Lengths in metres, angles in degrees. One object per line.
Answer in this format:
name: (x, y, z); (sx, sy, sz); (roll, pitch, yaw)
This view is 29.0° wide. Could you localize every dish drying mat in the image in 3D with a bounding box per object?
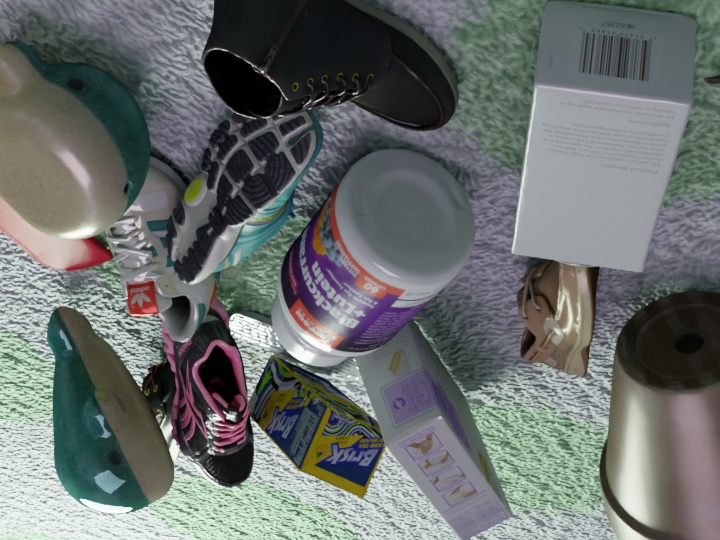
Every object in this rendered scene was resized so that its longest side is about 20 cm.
dish drying mat: (-0.301, -0.058, 1.194); (0.076, 0.018, 0.200); (-9, 143, 30)

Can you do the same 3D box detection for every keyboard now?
keyboard: (-0.036, 0.082, 1.335); (0.198, 0.011, 0.056); (21, 148, -14)

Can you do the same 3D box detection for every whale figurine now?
whale figurine: (-0.241, -0.112, 1.031); (0.199, 0.104, 0.160); (28, 140, 19)
whale figurine: (-0.254, 0.135, 1.311); (0.103, 0.201, 0.159); (-28, 180, -8)

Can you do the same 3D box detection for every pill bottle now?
pill bottle: (0.000, 0.000, 1.090); (0.110, 0.112, 0.200); (20, 148, -14)

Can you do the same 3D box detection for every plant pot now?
plant pot: (0.280, 0.120, 1.138); (0.198, 0.201, 0.175); (-3, 130, 24)

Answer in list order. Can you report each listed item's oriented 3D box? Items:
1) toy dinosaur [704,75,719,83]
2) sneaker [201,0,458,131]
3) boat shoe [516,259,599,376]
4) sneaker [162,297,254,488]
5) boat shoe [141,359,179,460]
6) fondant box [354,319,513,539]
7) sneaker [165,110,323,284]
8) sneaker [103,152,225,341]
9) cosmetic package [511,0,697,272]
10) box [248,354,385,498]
toy dinosaur: (0.297, -0.058, 0.929); (0.198, 0.078, 0.102); (22, 141, -21)
sneaker: (-0.022, -0.122, 0.905); (0.199, 0.107, 0.075); (31, 144, -29)
boat shoe: (0.157, 0.030, 1.124); (0.064, 0.072, 0.201); (6, 150, 8)
sneaker: (-0.131, 0.126, 1.285); (0.078, 0.095, 0.202); (-21, 121, -21)
boat shoe: (-0.191, 0.126, 1.398); (0.063, 0.074, 0.202); (23, 144, -4)
fondant box: (0.061, 0.133, 1.246); (0.058, 0.145, 0.200); (-27, 139, 8)
sneaker: (-0.083, -0.064, 1.074); (0.079, 0.078, 0.200); (-11, 157, -40)
sneaker: (-0.172, -0.017, 1.141); (0.070, 0.094, 0.200); (-2, 147, 21)
cosmetic package: (0.160, -0.084, 0.939); (0.100, 0.075, 0.201); (9, 151, 5)
box: (-0.043, 0.139, 1.284); (0.070, 0.065, 0.200); (26, -179, -21)
